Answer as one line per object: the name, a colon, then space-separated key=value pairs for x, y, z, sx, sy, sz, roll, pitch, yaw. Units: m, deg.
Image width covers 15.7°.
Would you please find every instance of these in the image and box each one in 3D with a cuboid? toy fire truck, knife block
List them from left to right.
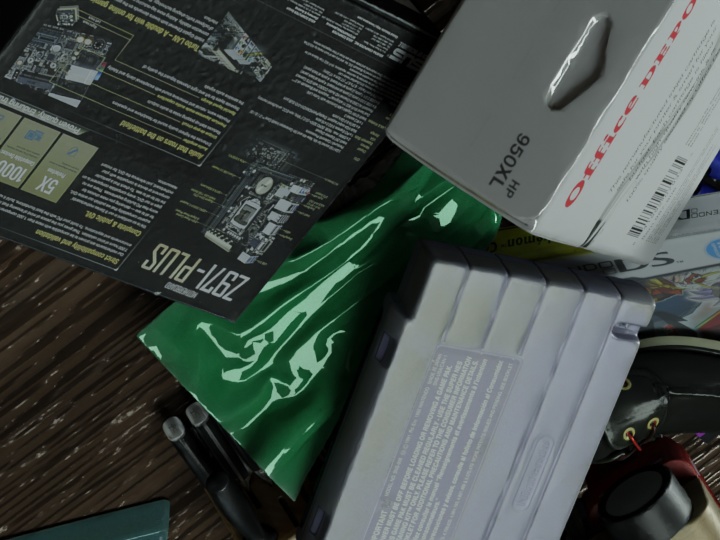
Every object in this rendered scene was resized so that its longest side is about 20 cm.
knife block: x=-0.042 y=0.135 z=1.363 sx=0.175 sy=0.064 sz=0.201 roll=1 pitch=129 yaw=-35
toy fire truck: x=0.122 y=0.164 z=1.453 sx=0.176 sy=0.200 sz=0.129 roll=-32 pitch=111 yaw=9

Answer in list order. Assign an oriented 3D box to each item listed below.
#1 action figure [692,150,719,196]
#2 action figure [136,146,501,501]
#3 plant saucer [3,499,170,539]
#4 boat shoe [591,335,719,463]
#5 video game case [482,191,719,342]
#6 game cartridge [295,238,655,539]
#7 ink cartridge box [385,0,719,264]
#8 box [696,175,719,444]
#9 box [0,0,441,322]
action figure: x=0.170 y=-0.048 z=1.308 sx=0.199 sy=0.052 sz=0.066 roll=23 pitch=111 yaw=-17
action figure: x=0.000 y=0.000 z=1.255 sx=0.200 sy=0.055 sz=0.118 roll=-43 pitch=117 yaw=-3
plant saucer: x=-0.188 y=0.168 z=1.328 sx=0.199 sy=0.019 sz=0.070 roll=-13 pitch=135 yaw=-26
boat shoe: x=0.124 y=0.070 z=1.332 sx=0.200 sy=0.063 sz=0.074 roll=2 pitch=149 yaw=-3
video game case: x=0.144 y=0.029 z=1.343 sx=0.180 sy=0.026 sz=0.200 roll=-9 pitch=148 yaw=19
game cartridge: x=0.049 y=0.086 z=1.260 sx=0.129 sy=0.038 sz=0.201 roll=13 pitch=111 yaw=-21
ink cartridge box: x=0.108 y=-0.089 z=1.157 sx=0.145 sy=0.084 sz=0.200 roll=-59 pitch=161 yaw=7
box: x=0.194 y=0.001 z=1.418 sx=0.143 sy=0.036 sz=0.200 roll=-42 pitch=137 yaw=7
box: x=-0.089 y=-0.087 z=1.094 sx=0.200 sy=0.086 sz=0.164 roll=21 pitch=114 yaw=-45
